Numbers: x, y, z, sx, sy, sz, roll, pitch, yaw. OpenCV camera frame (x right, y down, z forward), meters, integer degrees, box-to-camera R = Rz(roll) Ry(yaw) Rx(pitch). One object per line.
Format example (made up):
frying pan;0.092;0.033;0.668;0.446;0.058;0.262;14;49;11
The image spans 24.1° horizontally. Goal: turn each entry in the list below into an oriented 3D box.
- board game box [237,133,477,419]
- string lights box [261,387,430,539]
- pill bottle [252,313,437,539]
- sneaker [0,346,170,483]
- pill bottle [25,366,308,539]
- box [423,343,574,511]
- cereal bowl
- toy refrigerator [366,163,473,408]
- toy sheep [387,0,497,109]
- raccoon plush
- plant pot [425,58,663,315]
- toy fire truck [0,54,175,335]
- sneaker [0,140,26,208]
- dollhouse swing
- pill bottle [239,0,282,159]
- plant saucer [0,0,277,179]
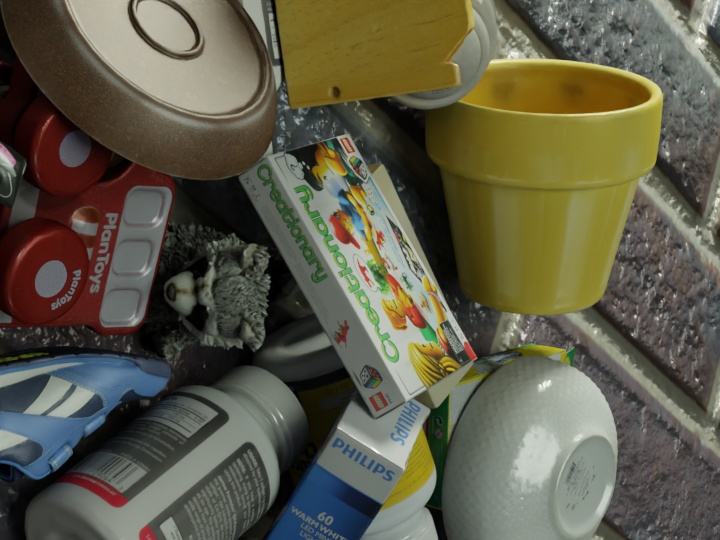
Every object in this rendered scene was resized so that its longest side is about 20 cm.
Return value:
board game box;0.000;0.000;1.233;0.200;0.035;0.126;60;30;3
string lights box;-0.029;0.183;1.233;0.200;0.059;0.103;-59;179;23
pill bottle;-0.005;0.138;1.329;0.112;0.112;0.200;-36;115;-42
sneaker;-0.216;0.095;1.129;0.200;0.074;0.082;-9;96;-39
pill bottle;-0.128;0.150;1.182;0.200;0.111;0.111;-38;117;-42
box;0.124;0.134;1.511;0.200;0.048;0.117;-10;106;-46
cereal bowl;0.163;0.179;1.469;0.200;0.083;0.200;-17;113;-46
toy refrigerator;0.015;0.013;1.381;0.070;0.076;0.200;-47;122;-37
toy sheep;0.048;-0.197;1.357;0.138;0.138;0.200;60;12;-29
raccoon plush;-0.076;0.001;1.234;0.200;0.134;0.097;-27;110;-45
plant pot;0.154;-0.070;1.463;0.201;0.201;0.189;-21;119;-46
toy fire truck;-0.188;-0.054;1.103;0.168;0.112;0.200;1;107;-51
sneaker;-0.293;-0.066;0.988;0.080;0.200;0.086;34;75;-80
dollhouse swing;0.008;-0.231;1.258;0.176;0.182;0.200;-27;110;-70
pill bottle;-0.116;-0.174;1.212;0.111;0.111;0.200;-15;100;-47
plant saucer;-0.130;-0.147;1.066;0.200;0.034;0.200;26;40;-24
